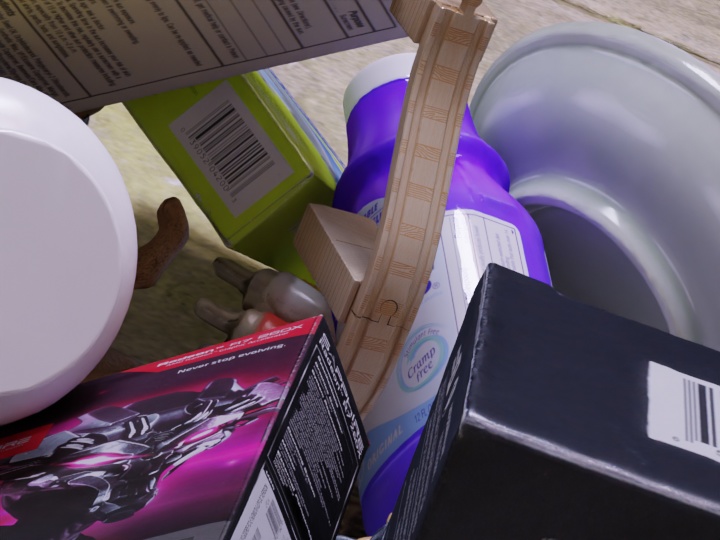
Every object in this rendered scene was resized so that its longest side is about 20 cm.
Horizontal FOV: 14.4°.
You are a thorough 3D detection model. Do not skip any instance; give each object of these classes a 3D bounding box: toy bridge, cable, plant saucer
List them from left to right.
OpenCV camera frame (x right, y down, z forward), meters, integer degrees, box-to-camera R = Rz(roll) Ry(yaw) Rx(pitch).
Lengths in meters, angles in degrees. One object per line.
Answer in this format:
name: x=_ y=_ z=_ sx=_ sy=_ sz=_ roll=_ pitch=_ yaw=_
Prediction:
toy bridge: x=0.000 y=0.000 z=0.925 sx=0.027 sy=0.201 sz=0.067 roll=14 pitch=20 yaw=-22
cable: x=0.028 y=0.053 z=1.038 sx=0.199 sy=0.051 sz=0.097 roll=22 pitch=16 yaw=7
plant saucer: x=0.097 y=0.008 z=1.055 sx=0.050 sy=0.201 sz=0.200 roll=-30 pitch=47 yaw=-33

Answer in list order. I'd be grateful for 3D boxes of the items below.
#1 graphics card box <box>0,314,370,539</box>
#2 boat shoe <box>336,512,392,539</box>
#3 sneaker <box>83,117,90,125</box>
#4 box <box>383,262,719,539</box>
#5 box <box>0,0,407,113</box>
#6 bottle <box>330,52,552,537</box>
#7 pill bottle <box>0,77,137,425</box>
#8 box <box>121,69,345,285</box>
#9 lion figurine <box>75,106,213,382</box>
graphics card box: x=-0.072 y=0.078 z=0.777 sx=0.125 sy=0.051 sz=0.200 roll=-15 pitch=15 yaw=12
boat shoe: x=0.017 y=0.099 z=0.808 sx=0.070 sy=0.091 sz=0.200 roll=24 pitch=11 yaw=-12
sneaker: x=-0.214 y=-0.080 z=1.175 sx=0.199 sy=0.079 sz=0.090 roll=11 pitch=1 yaw=-34
box: x=0.061 y=0.125 z=0.628 sx=0.147 sy=0.201 sz=0.107 roll=20 pitch=17 yaw=-1
box: x=-0.084 y=-0.133 z=0.950 sx=0.199 sy=0.110 sz=0.128 roll=-12 pitch=-25 yaw=11
bottle: x=0.028 y=0.010 z=1.000 sx=0.065 sy=0.084 sz=0.201 roll=18 pitch=44 yaw=-29
pill bottle: x=-0.127 y=-0.008 z=0.862 sx=0.104 sy=0.105 sz=0.200 roll=13 pitch=-1 yaw=-17
box: x=-0.051 y=-0.058 z=1.108 sx=0.122 sy=0.048 sz=0.200 roll=53 pitch=4 yaw=9
lion figurine: x=-0.132 y=-0.008 z=1.016 sx=0.122 sy=0.073 sz=0.200 roll=-16 pitch=39 yaw=-19
